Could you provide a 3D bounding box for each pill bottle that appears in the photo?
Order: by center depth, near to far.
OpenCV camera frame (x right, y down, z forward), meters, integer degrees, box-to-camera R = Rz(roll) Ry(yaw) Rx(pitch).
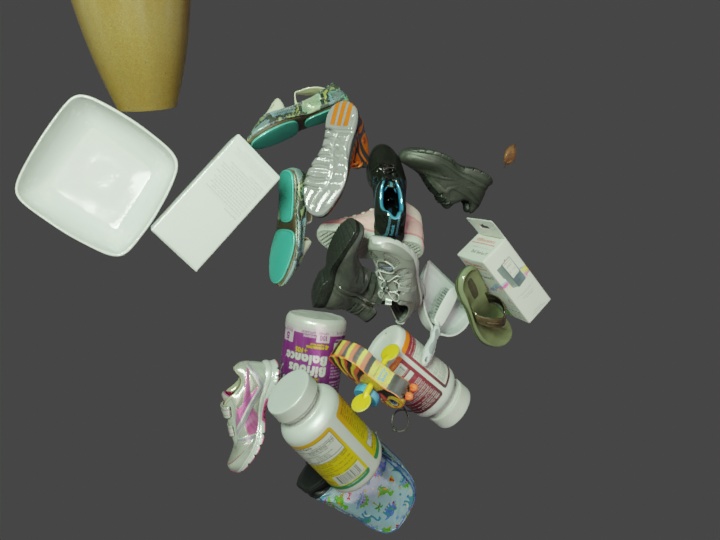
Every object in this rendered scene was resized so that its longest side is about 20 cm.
[{"bbox_3d":[-0.059,0.258,1.023,0.113,0.112,0.201,-43,118,-9],"label":"pill bottle"},{"bbox_3d":[-0.089,0.179,1.117,0.109,0.112,0.206,6,94,-18],"label":"pill bottle"},{"bbox_3d":[0.108,0.203,1.186,0.199,0.109,0.110,40,83,-18],"label":"pill bottle"}]

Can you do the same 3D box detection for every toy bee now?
[{"bbox_3d":[0.045,0.186,1.061,0.197,0.108,0.134,26,64,-27],"label":"toy bee"}]

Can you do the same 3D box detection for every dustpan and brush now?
[{"bbox_3d":[0.145,0.093,1.179,0.139,0.057,0.202,40,63,-19],"label":"dustpan and brush"}]

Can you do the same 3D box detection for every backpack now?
[{"bbox_3d":[0.010,0.392,1.169,0.200,0.153,0.164,44,75,-29],"label":"backpack"}]

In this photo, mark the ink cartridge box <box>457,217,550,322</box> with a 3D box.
[{"bbox_3d":[0.263,-0.003,1.212,0.067,0.117,0.201,-42,106,-7],"label":"ink cartridge box"}]

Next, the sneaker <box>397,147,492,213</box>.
[{"bbox_3d":[0.155,-0.169,1.186,0.196,0.076,0.093,20,97,-16],"label":"sneaker"}]

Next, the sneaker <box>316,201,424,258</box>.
[{"bbox_3d":[0.022,-0.083,1.155,0.195,0.076,0.107,6,56,3],"label":"sneaker"}]

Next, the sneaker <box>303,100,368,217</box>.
[{"bbox_3d":[-0.029,-0.178,1.091,0.076,0.112,0.204,17,84,23],"label":"sneaker"}]

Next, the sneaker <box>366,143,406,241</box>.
[{"bbox_3d":[0.053,-0.147,1.101,0.071,0.082,0.204,-3,62,-7],"label":"sneaker"}]

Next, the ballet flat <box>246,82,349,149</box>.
[{"bbox_3d":[-0.115,-0.273,1.094,0.196,0.074,0.076,-24,102,-16],"label":"ballet flat"}]

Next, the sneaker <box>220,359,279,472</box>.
[{"bbox_3d":[-0.208,0.248,1.108,0.086,0.081,0.205,16,83,-17],"label":"sneaker"}]

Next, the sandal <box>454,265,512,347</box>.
[{"bbox_3d":[0.243,0.077,1.205,0.080,0.057,0.202,-53,126,-24],"label":"sandal"}]

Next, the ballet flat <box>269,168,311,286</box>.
[{"bbox_3d":[-0.113,-0.074,1.104,0.072,0.074,0.206,7,97,-18],"label":"ballet flat"}]

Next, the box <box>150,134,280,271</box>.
[{"bbox_3d":[-0.239,-0.111,1.030,0.097,0.124,0.201,44,82,-17],"label":"box"}]

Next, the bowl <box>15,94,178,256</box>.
[{"bbox_3d":[-0.408,-0.147,0.997,0.198,0.074,0.202,33,85,-18],"label":"bowl"}]

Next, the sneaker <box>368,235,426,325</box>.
[{"bbox_3d":[0.062,0.019,1.076,0.083,0.073,0.201,-62,142,-26],"label":"sneaker"}]

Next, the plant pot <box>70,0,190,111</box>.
[{"bbox_3d":[-0.338,-0.351,0.957,0.182,0.186,0.205,-8,111,-17],"label":"plant pot"}]

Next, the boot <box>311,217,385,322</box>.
[{"bbox_3d":[0.000,0.000,1.123,0.129,0.071,0.202,13,131,-19],"label":"boot"}]
